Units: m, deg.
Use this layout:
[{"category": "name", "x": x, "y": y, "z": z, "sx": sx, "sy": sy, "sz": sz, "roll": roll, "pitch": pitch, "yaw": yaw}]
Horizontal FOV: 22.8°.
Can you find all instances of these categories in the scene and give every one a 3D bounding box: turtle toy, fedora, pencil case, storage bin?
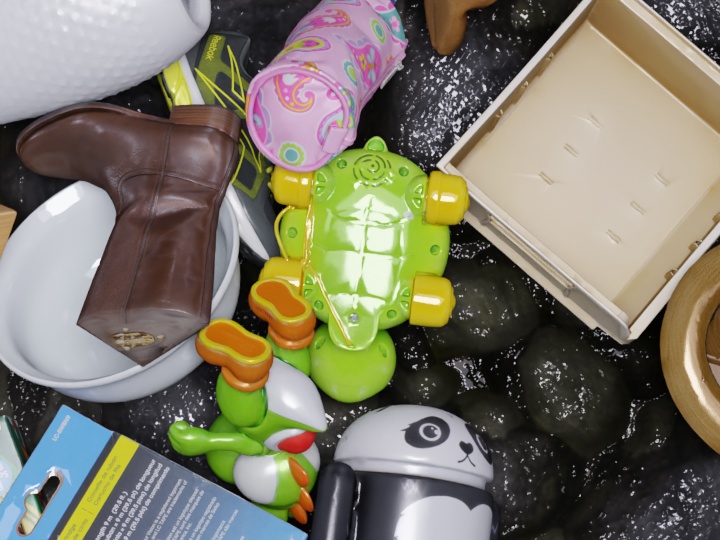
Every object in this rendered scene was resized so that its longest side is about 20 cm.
[{"category": "turtle toy", "x": 0.000, "y": 0.000, "z": 1.325, "sx": 0.145, "sy": 0.101, "sz": 0.200, "roll": 8, "pitch": 92, "yaw": 1}, {"category": "fedora", "x": 0.319, "y": 0.068, "z": 1.354, "sx": 0.200, "sy": 0.082, "sz": 0.201, "roll": 1, "pitch": 81, "yaw": -4}, {"category": "pencil case", "x": -0.021, "y": -0.147, "z": 1.318, "sx": 0.087, "sy": 0.200, "sz": 0.088, "roll": 6, "pitch": 117, "yaw": 13}, {"category": "storage bin", "x": 0.193, "y": -0.079, "z": 1.365, "sx": 0.198, "sy": 0.094, "sz": 0.200, "roll": 41, "pitch": 81, "yaw": 4}]

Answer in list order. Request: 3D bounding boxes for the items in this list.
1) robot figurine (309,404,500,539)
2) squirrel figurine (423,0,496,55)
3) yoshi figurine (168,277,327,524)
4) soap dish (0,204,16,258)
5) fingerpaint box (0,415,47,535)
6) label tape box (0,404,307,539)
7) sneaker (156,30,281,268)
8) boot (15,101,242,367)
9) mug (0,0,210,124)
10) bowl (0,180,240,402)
[{"category": "robot figurine", "x": 0.034, "y": 0.198, "z": 1.293, "sx": 0.125, "sy": 0.150, "sz": 0.200, "roll": 5, "pitch": 77, "yaw": 8}, {"category": "squirrel figurine", "x": 0.123, "y": -0.290, "z": 1.347, "sx": 0.186, "sy": 0.200, "sz": 0.142, "roll": -24, "pitch": 73, "yaw": -20}, {"category": "yoshi figurine", "x": -0.080, "y": 0.100, "z": 1.286, "sx": 0.112, "sy": 0.200, "sz": 0.112, "roll": -3, "pitch": 40, "yaw": -1}, {"category": "soap dish", "x": -0.367, "y": -0.020, "z": 1.265, "sx": 0.200, "sy": 0.157, "sz": 0.081, "roll": -14, "pitch": 109, "yaw": -37}, {"category": "fingerpaint box", "x": -0.319, "y": 0.220, "z": 1.297, "sx": 0.200, "sy": 0.073, "sz": 0.167, "roll": -21, "pitch": 83, "yaw": -6}, {"category": "label tape box", "x": -0.157, "y": 0.207, "z": 1.250, "sx": 0.200, "sy": 0.063, "sz": 0.144, "roll": 27, "pitch": 69, "yaw": 8}, {"category": "sneaker", "x": -0.088, "y": -0.098, "z": 1.361, "sx": 0.084, "sy": 0.074, "sz": 0.200, "roll": -23, "pitch": 83, "yaw": -7}, {"category": "boot", "x": -0.180, "y": -0.025, "z": 1.259, "sx": 0.186, "sy": 0.064, "sz": 0.200, "roll": -6, "pitch": 55, "yaw": 20}, {"category": "mug", "x": -0.205, "y": -0.213, "z": 1.331, "sx": 0.175, "sy": 0.200, "sz": 0.148, "roll": -12, "pitch": 124, "yaw": 13}, {"category": "bowl", "x": -0.168, "y": 0.024, "z": 1.310, "sx": 0.201, "sy": 0.090, "sz": 0.201, "roll": -12, "pitch": 49, "yaw": 14}]
